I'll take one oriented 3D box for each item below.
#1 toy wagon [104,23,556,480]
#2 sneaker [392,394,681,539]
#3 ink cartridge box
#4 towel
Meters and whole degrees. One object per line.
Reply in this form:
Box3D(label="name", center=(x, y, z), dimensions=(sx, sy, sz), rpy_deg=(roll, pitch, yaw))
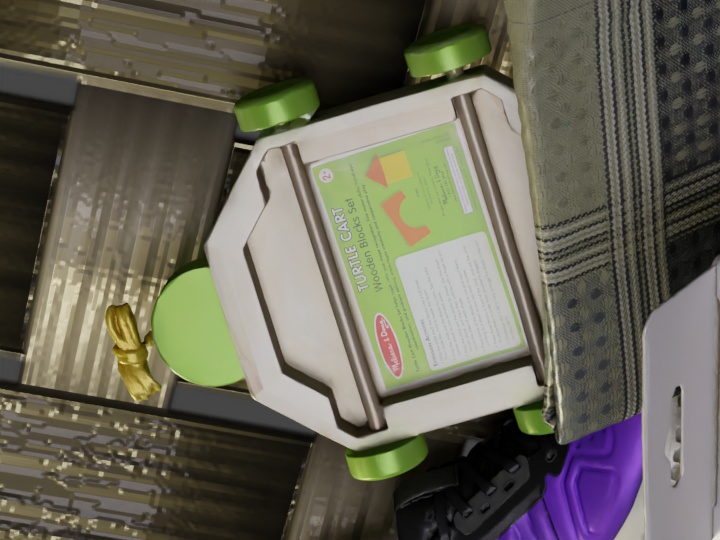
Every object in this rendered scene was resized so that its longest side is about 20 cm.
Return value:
Box3D(label="toy wagon", center=(0.000, 0.000, 0.929), dimensions=(0.198, 0.040, 0.156), rpy_deg=(-16, 102, 8))
Box3D(label="sneaker", center=(0.064, 0.096, 0.987), dimensions=(0.099, 0.070, 0.201), rpy_deg=(17, 113, -4))
Box3D(label="ink cartridge box", center=(0.179, 0.032, 0.852), dimensions=(0.067, 0.200, 0.116), rpy_deg=(17, 125, 35))
Box3D(label="towel", center=(0.136, -0.052, 0.891), dimensions=(0.191, 0.035, 0.201), rpy_deg=(-22, 126, -21))
